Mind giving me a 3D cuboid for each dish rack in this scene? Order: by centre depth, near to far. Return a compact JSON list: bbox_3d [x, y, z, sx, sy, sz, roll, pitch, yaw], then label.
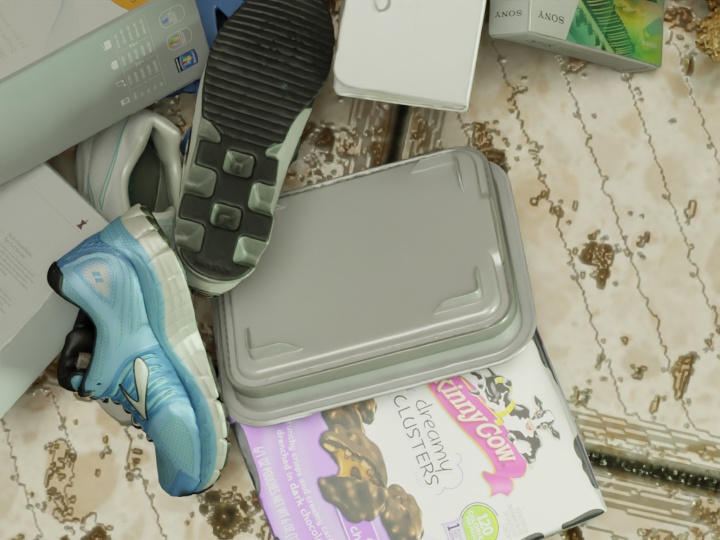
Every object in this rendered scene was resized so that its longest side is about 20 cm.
[{"bbox_3d":[0.000,0.000,1.708,0.199,0.044,0.172,-14,47,7],"label":"dish rack"}]

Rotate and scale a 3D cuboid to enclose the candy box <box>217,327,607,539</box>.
[{"bbox_3d":[0.032,0.109,1.736,0.199,0.072,0.169,-22,84,0],"label":"candy box"}]

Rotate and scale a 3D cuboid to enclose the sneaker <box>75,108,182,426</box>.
[{"bbox_3d":[-0.141,-0.004,1.741,0.070,0.080,0.202,-2,87,-26],"label":"sneaker"}]

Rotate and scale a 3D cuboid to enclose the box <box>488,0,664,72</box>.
[{"bbox_3d":[0.139,-0.232,1.731,0.036,0.144,0.202,1,85,40],"label":"box"}]

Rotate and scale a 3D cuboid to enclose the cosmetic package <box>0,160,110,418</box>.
[{"bbox_3d":[-0.248,-0.016,1.726,0.151,0.052,0.200,-49,56,0],"label":"cosmetic package"}]

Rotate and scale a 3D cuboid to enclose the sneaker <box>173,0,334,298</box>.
[{"bbox_3d":[-0.073,-0.077,1.700,0.074,0.089,0.201,21,72,-4],"label":"sneaker"}]

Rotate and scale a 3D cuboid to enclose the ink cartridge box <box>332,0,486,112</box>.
[{"bbox_3d":[0.033,-0.179,1.681,0.084,0.200,0.146,8,99,-1],"label":"ink cartridge box"}]

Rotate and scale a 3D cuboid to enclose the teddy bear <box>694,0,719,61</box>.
[{"bbox_3d":[0.237,-0.193,1.726,0.067,0.145,0.201,-35,91,42],"label":"teddy bear"}]

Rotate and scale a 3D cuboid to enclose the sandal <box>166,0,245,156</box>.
[{"bbox_3d":[-0.074,-0.158,1.763,0.087,0.079,0.201,30,86,8],"label":"sandal"}]

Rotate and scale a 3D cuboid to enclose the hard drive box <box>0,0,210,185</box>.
[{"bbox_3d":[-0.215,-0.144,1.712,0.199,0.077,0.156,-30,50,-13],"label":"hard drive box"}]

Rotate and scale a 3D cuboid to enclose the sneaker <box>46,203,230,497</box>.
[{"bbox_3d":[-0.139,0.055,1.681,0.089,0.078,0.201,-22,124,-10],"label":"sneaker"}]
